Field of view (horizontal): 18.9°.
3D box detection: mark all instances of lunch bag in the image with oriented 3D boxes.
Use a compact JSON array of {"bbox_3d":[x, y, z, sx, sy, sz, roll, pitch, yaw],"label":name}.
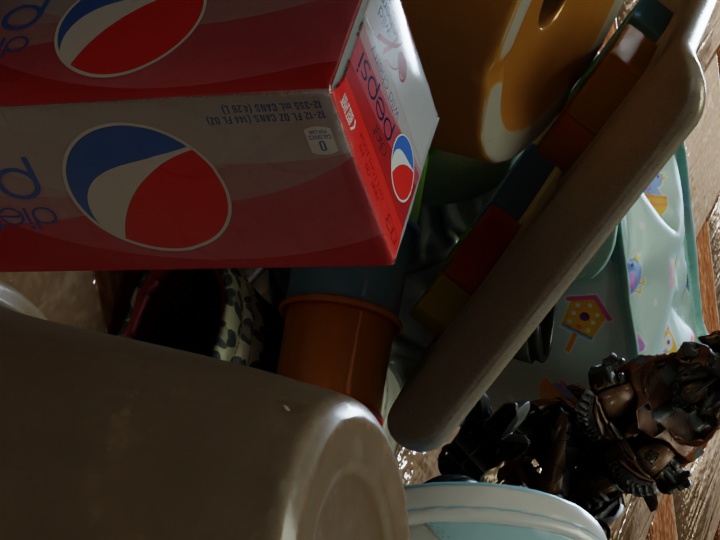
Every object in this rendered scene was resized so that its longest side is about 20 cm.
[{"bbox_3d":[0.078,-0.020,1.096,0.122,0.169,0.201,-53,138,-44],"label":"lunch bag"}]

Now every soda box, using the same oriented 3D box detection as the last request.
[{"bbox_3d":[-0.083,-0.044,0.631,0.070,0.198,0.064,67,30,-42],"label":"soda box"}]

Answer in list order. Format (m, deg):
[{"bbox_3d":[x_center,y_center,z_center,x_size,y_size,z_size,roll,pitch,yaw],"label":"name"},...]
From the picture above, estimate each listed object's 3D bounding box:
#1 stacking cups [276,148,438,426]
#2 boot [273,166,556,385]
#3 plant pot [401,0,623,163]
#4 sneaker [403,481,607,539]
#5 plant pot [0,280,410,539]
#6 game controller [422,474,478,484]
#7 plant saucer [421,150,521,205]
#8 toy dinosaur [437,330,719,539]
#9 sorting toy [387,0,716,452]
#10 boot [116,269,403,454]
[{"bbox_3d":[0.000,0.000,0.861,0.061,0.060,0.202,44,49,-62],"label":"stacking cups"},{"bbox_3d":[0.029,0.039,1.018,0.068,0.129,0.202,-23,111,-69],"label":"boot"},{"bbox_3d":[-0.001,-0.134,0.780,0.201,0.182,0.201,-51,160,-26],"label":"plant pot"},{"bbox_3d":[-0.001,0.151,0.787,0.080,0.198,0.132,91,-7,-56],"label":"sneaker"},{"bbox_3d":[-0.081,0.097,0.666,0.200,0.173,0.203,-1,90,-70],"label":"plant pot"},{"bbox_3d":[-0.003,0.175,0.875,0.200,0.042,0.105,-44,126,-31],"label":"game controller"},{"bbox_3d":[0.014,-0.127,0.967,0.199,0.027,0.202,15,61,-28],"label":"plant saucer"},{"bbox_3d":[0.102,0.096,1.009,0.135,0.102,0.201,-28,154,-55],"label":"toy dinosaur"},{"bbox_3d":[0.076,-0.037,0.863,0.186,0.036,0.200,-53,-176,22],"label":"sorting toy"},{"bbox_3d":[-0.056,0.102,0.889,0.154,0.073,0.205,41,57,-52],"label":"boot"}]
